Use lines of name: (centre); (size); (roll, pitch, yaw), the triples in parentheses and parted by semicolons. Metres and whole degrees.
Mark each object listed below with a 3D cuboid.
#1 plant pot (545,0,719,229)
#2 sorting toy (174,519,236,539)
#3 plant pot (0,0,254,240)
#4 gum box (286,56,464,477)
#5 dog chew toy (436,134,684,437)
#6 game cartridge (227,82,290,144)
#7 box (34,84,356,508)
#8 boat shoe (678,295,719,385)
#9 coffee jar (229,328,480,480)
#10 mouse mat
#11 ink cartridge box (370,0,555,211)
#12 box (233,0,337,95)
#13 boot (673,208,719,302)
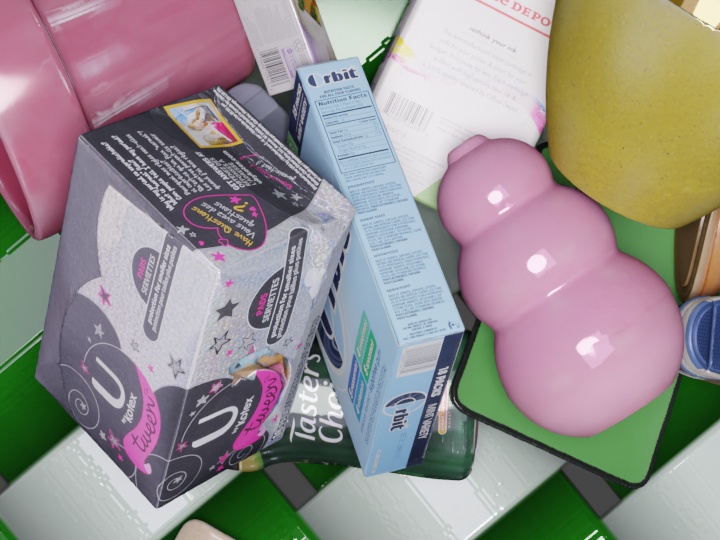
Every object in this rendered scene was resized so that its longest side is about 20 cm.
plant pot: (0.194, -0.113, 1.082); (0.198, 0.200, 0.143); (26, 116, -4)
sorting toy: (-0.079, 0.300, 1.224); (0.199, 0.036, 0.186); (30, 94, 0)
plant pot: (-0.174, -0.146, 1.107); (0.178, 0.200, 0.202); (-27, 96, -15)
gum box: (0.000, 0.000, 1.071); (0.044, 0.170, 0.202); (-12, 61, -14)
dog chew toy: (0.119, 0.004, 1.101); (0.124, 0.125, 0.201); (-33, 86, 1)
game cartridge: (-0.113, -0.030, 1.140); (0.041, 0.133, 0.200); (43, 92, 20)
box: (-0.104, 0.018, 1.028); (0.132, 0.114, 0.201); (42, 136, 25)
boat shoe: (0.280, 0.050, 1.186); (0.198, 0.072, 0.073); (14, 83, -30)
coffee jar: (-0.020, 0.087, 1.177); (0.197, 0.085, 0.106); (2, 92, -2)
mouse mat: (0.158, 0.030, 1.174); (0.160, 0.008, 0.202); (25, 74, -16)
ink cartridge box: (0.078, -0.140, 1.168); (0.116, 0.067, 0.202); (26, 95, -5)
box: (-0.068, -0.209, 1.059); (0.041, 0.039, 0.202); (-14, 108, 23)
boot: (0.306, -0.055, 1.184); (0.154, 0.077, 0.202); (19, 80, -9)
